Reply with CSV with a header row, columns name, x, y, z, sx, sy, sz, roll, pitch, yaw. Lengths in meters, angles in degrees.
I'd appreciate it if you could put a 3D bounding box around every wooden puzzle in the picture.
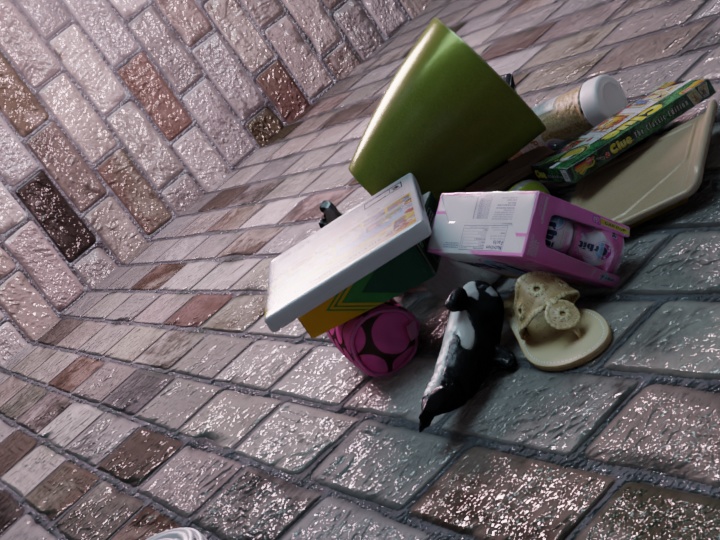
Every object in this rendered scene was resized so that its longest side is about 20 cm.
name,x,y,z,sx,sy,sz,roll,pitch,yaw
wooden puzzle,0.296,-0.087,1.387,0.199,0.037,0.185,-33,15,34

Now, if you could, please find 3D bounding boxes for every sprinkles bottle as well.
name,x,y,z,sx,sy,sz,roll,pitch,yaw
sprinkles bottle,0.258,-0.194,1.719,0.199,0.068,0.068,-21,21,47

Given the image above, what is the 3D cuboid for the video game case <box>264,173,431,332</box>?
name,x,y,z,sx,sy,sz,roll,pitch,yaw
video game case,-0.016,-0.023,1.416,0.199,0.023,0.182,-32,18,9

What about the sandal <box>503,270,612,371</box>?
name,x,y,z,sx,sy,sz,roll,pitch,yaw
sandal,0.167,0.033,1.240,0.077,0.070,0.212,-37,15,-1

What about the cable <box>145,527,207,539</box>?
name,x,y,z,sx,sy,sz,roll,pitch,yaw
cable,-0.213,0.329,1.219,0.199,0.069,0.200,-34,15,13

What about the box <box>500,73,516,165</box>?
name,x,y,z,sx,sy,sz,roll,pitch,yaw
box,0.122,-0.184,1.711,0.159,0.049,0.201,-9,32,16

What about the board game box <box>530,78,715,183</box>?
name,x,y,z,sx,sy,sz,roll,pitch,yaw
board game box,0.296,-0.159,1.474,0.199,0.024,0.105,-32,15,-11

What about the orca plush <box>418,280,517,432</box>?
name,x,y,z,sx,sy,sz,roll,pitch,yaw
orca plush,0.113,0.076,1.234,0.070,0.106,0.200,6,21,17

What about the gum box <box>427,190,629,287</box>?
name,x,y,z,sx,sy,sz,roll,pitch,yaw
gum box,0.167,-0.032,1.300,0.200,0.112,0.067,6,80,64

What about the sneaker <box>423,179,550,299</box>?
name,x,y,z,sx,sy,sz,roll,pitch,yaw
sneaker,0.138,-0.025,1.508,0.199,0.076,0.105,-36,1,-24

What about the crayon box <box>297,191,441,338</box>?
name,x,y,z,sx,sy,sz,roll,pitch,yaw
crayon box,0.000,0.000,1.448,0.199,0.052,0.126,-27,19,24

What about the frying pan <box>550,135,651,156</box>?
name,x,y,z,sx,sy,sz,roll,pitch,yaw
frying pan,0.285,-0.145,1.581,0.189,0.031,0.115,-25,17,48

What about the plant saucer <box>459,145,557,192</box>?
name,x,y,z,sx,sy,sz,roll,pitch,yaw
plant saucer,0.162,-0.097,1.598,0.199,0.030,0.200,-31,-4,-3

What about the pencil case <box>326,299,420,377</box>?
name,x,y,z,sx,sy,sz,roll,pitch,yaw
pencil case,0.012,0.060,1.499,0.093,0.092,0.200,-11,14,-10

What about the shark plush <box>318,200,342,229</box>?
name,x,y,z,sx,sy,sz,roll,pitch,yaw
shark plush,0.007,-0.041,1.612,0.083,0.200,0.091,-28,39,19

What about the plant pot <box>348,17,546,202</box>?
name,x,y,z,sx,sy,sz,roll,pitch,yaw
plant pot,0.086,-0.161,1.540,0.200,0.187,0.187,-46,14,6
